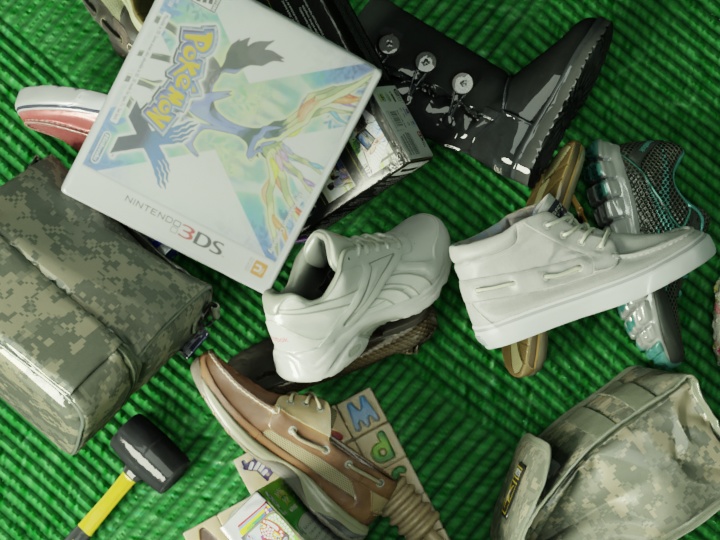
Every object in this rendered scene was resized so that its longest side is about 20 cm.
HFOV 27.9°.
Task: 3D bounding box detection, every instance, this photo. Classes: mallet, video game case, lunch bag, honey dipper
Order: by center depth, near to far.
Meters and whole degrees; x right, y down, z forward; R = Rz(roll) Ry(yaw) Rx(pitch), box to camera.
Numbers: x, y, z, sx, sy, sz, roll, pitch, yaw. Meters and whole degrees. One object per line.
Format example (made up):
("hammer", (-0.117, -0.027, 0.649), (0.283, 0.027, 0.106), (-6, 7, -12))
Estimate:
("video game case", (-0.107, -0.109, 1.127), (0.182, 0.022, 0.201), (27, 95, -12))
("lunch bag", (-0.232, 0.021, 1.143), (0.200, 0.139, 0.168), (40, 66, 5))
("lunch bag", (0.185, 0.170, 1.144), (0.200, 0.164, 0.118), (-35, 90, -2))
("honey dipper", (0.089, 0.256, 1.199), (0.038, 0.038, 0.200), (-42, 89, -3))
("mallet", (-0.219, 0.219, 1.218), (0.066, 0.041, 0.201), (33, 90, 8))

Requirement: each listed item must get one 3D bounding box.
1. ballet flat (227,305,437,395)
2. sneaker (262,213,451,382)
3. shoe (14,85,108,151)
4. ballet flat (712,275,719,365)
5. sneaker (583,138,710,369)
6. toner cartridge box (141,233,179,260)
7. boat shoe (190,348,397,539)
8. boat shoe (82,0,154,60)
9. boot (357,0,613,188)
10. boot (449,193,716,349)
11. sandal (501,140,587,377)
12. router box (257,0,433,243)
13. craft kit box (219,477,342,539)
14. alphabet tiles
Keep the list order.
("ballet flat", (-0.028, 0.074, 1.219), (0.199, 0.068, 0.047), (-22, 128, -1))
("sneaker", (0.000, 0.000, 1.171), (0.200, 0.078, 0.100), (-41, 126, -33))
("shoe", (-0.193, -0.088, 1.184), (0.199, 0.071, 0.092), (12, 82, 1))
("ballet flat", (0.342, -0.004, 1.207), (0.075, 0.064, 0.201), (15, 85, 2))
("sneaker", (0.252, -0.020, 1.208), (0.091, 0.078, 0.201), (-12, 86, -3))
("toner cartridge box", (-0.221, -0.016, 1.236), (0.095, 0.043, 0.200), (42, 87, 4))
("boat shoe", (-0.052, 0.129, 1.163), (0.072, 0.076, 0.200), (-45, 103, 1))
("boat shoe", (-0.177, -0.203, 1.212), (0.201, 0.071, 0.066), (50, 130, 37))
("boot", (0.092, -0.181, 1.229), (0.199, 0.066, 0.165), (28, 77, 18))
("boot", (0.170, -0.017, 1.131), (0.199, 0.074, 0.096), (-22, 96, 4))
("sandal", (0.163, -0.007, 1.210), (0.054, 0.080, 0.201), (11, 86, -13))
("router box", (-0.051, -0.142, 1.209), (0.149, 0.051, 0.201), (-31, 83, 28))
("craft kit box", (-0.014, 0.245, 1.118), (0.048, 0.200, 0.198), (-42, 84, -1))
("alphabet tiles", (-0.040, 0.219, 1.225), (0.199, 0.008, 0.168), (-28, 84, -2))
